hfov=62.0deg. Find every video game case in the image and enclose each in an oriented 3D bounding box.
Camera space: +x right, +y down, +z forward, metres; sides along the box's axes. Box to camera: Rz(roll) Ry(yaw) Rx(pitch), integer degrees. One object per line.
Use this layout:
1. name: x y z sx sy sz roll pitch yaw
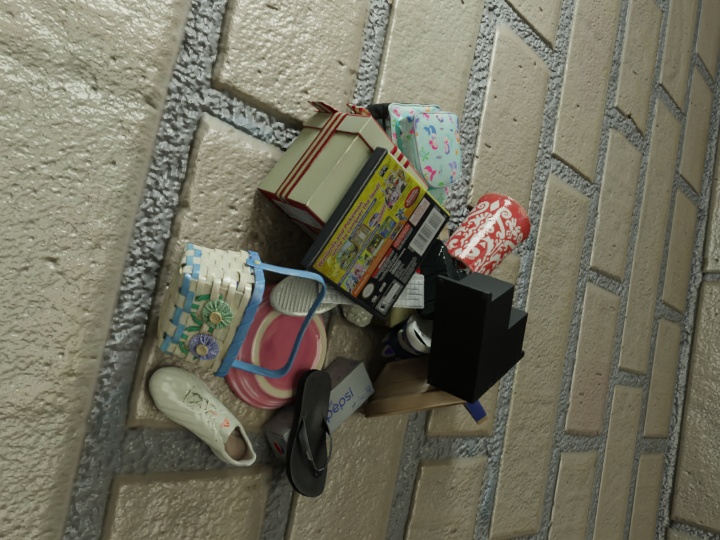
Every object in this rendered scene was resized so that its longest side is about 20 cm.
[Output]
1. video game case: 0.029 -0.048 0.887 0.181 0.025 0.201 37 84 -41

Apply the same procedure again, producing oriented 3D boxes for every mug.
1. mug: 0.263 -0.037 1.284 0.200 0.133 0.178 -44 121 -29

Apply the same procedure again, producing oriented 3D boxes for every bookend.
1. bookend: 0.210 0.084 1.015 0.198 0.092 0.201 -26 126 -46

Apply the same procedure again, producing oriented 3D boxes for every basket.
1. basket: -0.165 0.062 0.817 0.199 0.139 0.177 13 115 -26

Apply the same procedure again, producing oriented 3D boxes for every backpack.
1. backpack: 0.095 -0.201 1.094 0.177 0.150 0.201 -13 107 -45

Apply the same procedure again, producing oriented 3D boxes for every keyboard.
1. keyboard: 0.021 0.028 0.959 0.199 0.011 0.057 5 76 -31

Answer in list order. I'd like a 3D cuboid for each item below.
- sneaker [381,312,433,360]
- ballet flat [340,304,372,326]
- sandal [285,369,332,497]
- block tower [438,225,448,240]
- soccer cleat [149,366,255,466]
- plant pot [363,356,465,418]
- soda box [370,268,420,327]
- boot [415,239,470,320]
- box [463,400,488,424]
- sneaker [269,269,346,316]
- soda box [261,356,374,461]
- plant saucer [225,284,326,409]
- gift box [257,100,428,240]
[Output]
1. sneaker: 0.090 0.135 1.106 0.081 0.146 0.200 54 25 5
2. ballet flat: 0.000 0.000 1.060 0.072 0.072 0.201 4 87 -45
3. sandal: -0.075 0.258 0.936 0.076 0.043 0.202 0 92 -44
4. block tower: 0.095 -0.070 1.162 0.199 0.054 0.058 -22 108 -43
5. soccer cleat: -0.218 0.208 0.854 0.069 0.077 0.200 -53 126 -28
6. plant pot: 0.101 0.212 1.107 0.200 0.200 0.093 8 68 -45
7. soda box: 0.095 0.043 1.165 0.199 0.064 0.068 -23 110 -42
8. boot: 0.170 0.052 1.100 0.163 0.073 0.199 49 31 -30
9. box: 0.190 0.217 1.238 0.032 0.121 0.200 -35 122 -1
10. sneaker: -0.065 0.031 0.960 0.199 0.082 0.074 -16 86 -35
11. soda box: -0.068 0.233 1.016 0.200 0.063 0.069 -39 118 -36
12. plant saucer: -0.125 0.124 0.960 0.200 0.051 0.202 -6 98 -45
13. gift box: -0.034 -0.148 0.943 0.187 0.200 0.185 -53 133 -8
